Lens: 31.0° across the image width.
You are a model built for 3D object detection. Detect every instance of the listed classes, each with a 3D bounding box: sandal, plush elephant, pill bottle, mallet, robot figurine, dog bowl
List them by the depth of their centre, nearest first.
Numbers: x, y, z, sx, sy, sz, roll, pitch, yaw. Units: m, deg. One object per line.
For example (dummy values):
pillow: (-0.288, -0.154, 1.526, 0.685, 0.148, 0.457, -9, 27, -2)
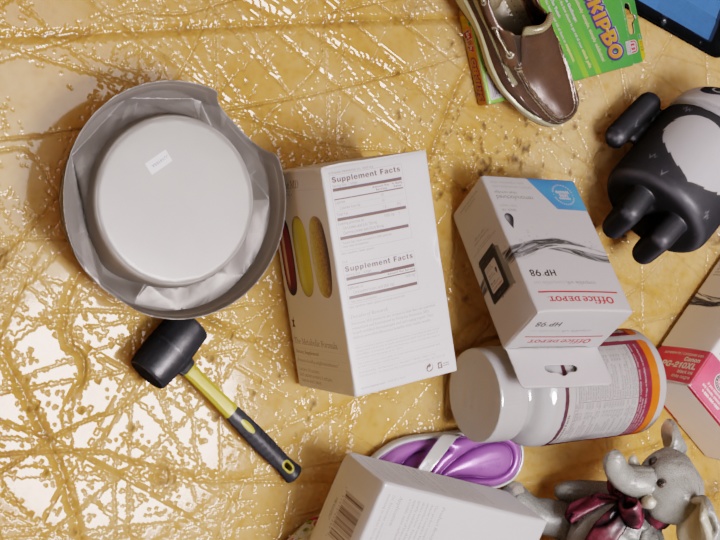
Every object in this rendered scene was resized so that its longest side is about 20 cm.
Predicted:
dog bowl: (-0.164, -0.060, 1.107, 0.199, 0.059, 0.201, -1, 92, -30)
mallet: (-0.114, 0.113, 1.157, 0.200, 0.041, 0.066, 42, 70, -29)
sandal: (0.079, 0.195, 1.255, 0.202, 0.050, 0.083, -16, 99, -28)
plush elephant: (0.265, 0.231, 1.257, 0.199, 0.165, 0.155, 13, 116, -20)
pill bottle: (0.194, 0.116, 1.283, 0.199, 0.109, 0.110, -2, 93, -29)
robot figurine: (0.337, -0.101, 1.347, 0.200, 0.125, 0.150, -47, 125, -19)

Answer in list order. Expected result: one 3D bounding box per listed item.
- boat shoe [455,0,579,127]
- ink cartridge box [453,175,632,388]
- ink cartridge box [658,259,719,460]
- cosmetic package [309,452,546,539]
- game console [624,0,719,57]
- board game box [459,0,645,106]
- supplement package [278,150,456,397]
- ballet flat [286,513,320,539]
boat shoe: (0.154, -0.223, 1.241, 0.075, 0.075, 0.203, -43, 109, -17)
ink cartridge box: (0.179, 0.009, 1.236, 0.115, 0.067, 0.201, 1, 54, -30)
ink cartridge box: (0.422, 0.090, 1.424, 0.145, 0.084, 0.200, 47, 71, -23)
cosmetic package: (0.063, 0.242, 1.188, 0.199, 0.074, 0.102, 21, 96, -35)
game console: (0.371, -0.345, 1.368, 0.199, 0.171, 0.119, 20, 55, -28)
board game box: (0.198, -0.236, 1.316, 0.199, 0.030, 0.096, -17, 100, -21)
supplement package: (0.000, 0.000, 1.169, 0.109, 0.114, 0.201, -12, 96, -29)
ballet flat: (-0.070, 0.308, 1.169, 0.076, 0.064, 0.200, 48, 69, -21)
